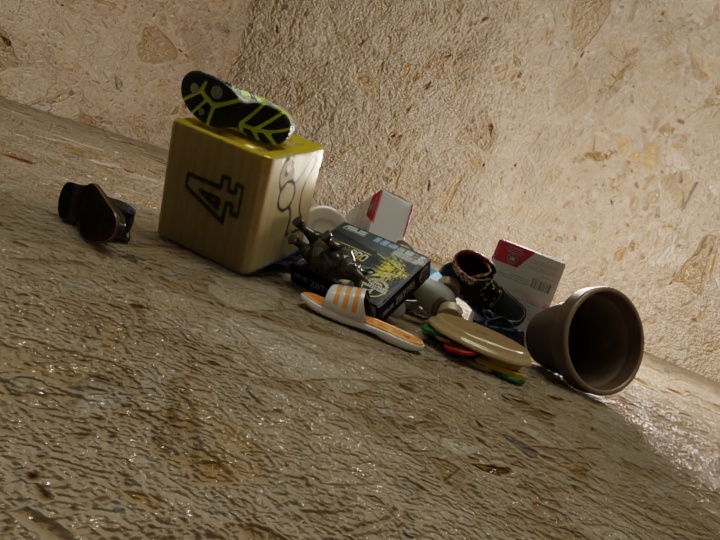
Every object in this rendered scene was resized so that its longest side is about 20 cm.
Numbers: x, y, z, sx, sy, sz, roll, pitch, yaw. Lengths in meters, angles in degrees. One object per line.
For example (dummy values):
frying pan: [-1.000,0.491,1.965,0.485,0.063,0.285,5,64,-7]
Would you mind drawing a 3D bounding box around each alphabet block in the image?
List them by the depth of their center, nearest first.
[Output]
alphabet block: [-0.202,-0.137,1.204,0.195,0.202,0.195,22,22,17]

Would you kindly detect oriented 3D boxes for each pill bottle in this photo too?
pill bottle: [-0.099,-0.069,1.459,0.113,0.116,0.200,19,-5,-16]

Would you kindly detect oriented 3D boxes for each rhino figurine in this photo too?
rhino figurine: [-0.043,-0.020,1.153,0.199,0.060,0.088,32,-12,48]

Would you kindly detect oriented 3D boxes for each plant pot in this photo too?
plant pot: [0.418,0.137,1.380,0.198,0.203,0.174,19,-12,-22]

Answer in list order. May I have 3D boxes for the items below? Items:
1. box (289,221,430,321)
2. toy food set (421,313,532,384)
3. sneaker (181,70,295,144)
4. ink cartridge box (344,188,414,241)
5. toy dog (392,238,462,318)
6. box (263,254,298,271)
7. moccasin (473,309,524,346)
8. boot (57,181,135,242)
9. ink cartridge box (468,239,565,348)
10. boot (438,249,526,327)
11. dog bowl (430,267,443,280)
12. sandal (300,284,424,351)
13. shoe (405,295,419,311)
box: [0.000,0.000,1.247,0.199,0.050,0.161,25,44,29]
toy food set: [0.198,0.127,1.213,0.198,0.049,0.198,23,7,4]
sneaker: [-0.198,-0.258,1.148,0.198,0.076,0.076,28,15,3]
ink cartridge box: [0.021,-0.069,1.509,0.085,0.149,0.200,21,-17,-16]
toy dog: [0.104,0.046,1.357,0.199,0.097,0.132,37,38,5]
box: [-0.221,-0.050,1.348,0.199,0.036,0.143,27,8,23]
moccasin: [0.275,0.124,1.387,0.080,0.069,0.200,19,5,-20]
boot: [-0.346,-0.079,0.997,0.096,0.076,0.199,12,10,-42]
ink cartridge box: [0.333,0.051,1.530,0.146,0.202,0.086,22,6,4]
boot: [0.252,0.038,1.406,0.202,0.074,0.154,33,-13,5]
dog bowl: [0.125,0.030,1.500,0.200,0.049,0.112,30,-29,56]
sandal: [0.010,0.060,1.090,0.205,0.060,0.079,22,6,2]
shoe: [0.043,0.026,1.408,0.198,0.071,0.053,22,-14,-21]
